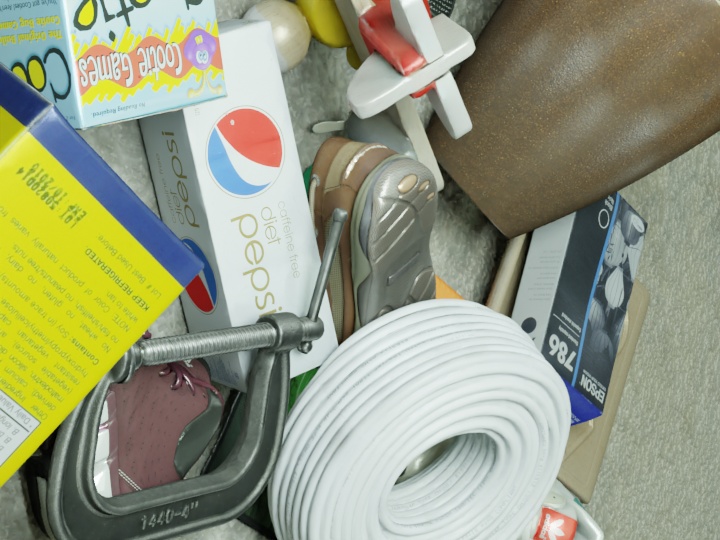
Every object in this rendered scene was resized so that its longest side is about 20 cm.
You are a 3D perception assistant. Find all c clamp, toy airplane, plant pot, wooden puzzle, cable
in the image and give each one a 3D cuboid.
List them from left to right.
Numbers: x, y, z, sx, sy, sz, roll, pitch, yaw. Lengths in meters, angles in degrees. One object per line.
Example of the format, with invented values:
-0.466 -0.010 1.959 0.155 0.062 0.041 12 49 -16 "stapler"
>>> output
-0.086 0.060 0.789 0.199 0.027 0.173 -15 118 -52 "c clamp"
-0.005 -0.146 0.894 0.199 0.140 0.202 16 57 -78 "toy airplane"
0.036 0.115 0.923 0.200 0.069 0.200 -46 137 3 "cable"
0.143 0.054 1.155 0.200 0.046 0.187 43 59 -41 "wooden puzzle"
0.145 -0.123 1.036 0.200 0.187 0.187 -42 134 8 "plant pot"

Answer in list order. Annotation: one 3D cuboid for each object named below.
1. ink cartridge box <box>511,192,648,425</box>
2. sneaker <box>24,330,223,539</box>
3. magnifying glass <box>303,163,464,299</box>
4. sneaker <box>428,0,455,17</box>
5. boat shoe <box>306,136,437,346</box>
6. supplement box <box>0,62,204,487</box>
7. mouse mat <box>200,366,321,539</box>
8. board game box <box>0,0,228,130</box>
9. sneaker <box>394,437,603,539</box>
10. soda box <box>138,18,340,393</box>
0.153 0.032 1.102 0.099 0.039 0.202 36 64 -44 "ink cartridge box"
-0.128 0.041 0.808 0.115 0.075 0.202 -23 119 -48 "sneaker"
0.021 -0.007 1.026 0.200 0.022 0.080 40 62 -45 "magnifying glass"
0.058 -0.265 1.009 0.080 0.086 0.203 3 90 -49 "sneaker"
0.000 0.000 0.914 0.076 0.071 0.201 -35 146 -36 "boat shoe"
-0.186 0.019 0.646 0.200 0.109 0.109 -47 130 -8 "supplement box"
-0.017 0.082 0.978 0.161 0.007 0.202 41 66 -43 "mouse mat"
-0.148 -0.176 0.745 0.103 0.104 0.202 -20 107 -49 "board game box"
0.104 0.160 1.066 0.199 0.093 0.071 31 84 -49 "sneaker"
-0.072 -0.037 0.863 0.068 0.063 0.202 -21 108 -30 "soda box"
